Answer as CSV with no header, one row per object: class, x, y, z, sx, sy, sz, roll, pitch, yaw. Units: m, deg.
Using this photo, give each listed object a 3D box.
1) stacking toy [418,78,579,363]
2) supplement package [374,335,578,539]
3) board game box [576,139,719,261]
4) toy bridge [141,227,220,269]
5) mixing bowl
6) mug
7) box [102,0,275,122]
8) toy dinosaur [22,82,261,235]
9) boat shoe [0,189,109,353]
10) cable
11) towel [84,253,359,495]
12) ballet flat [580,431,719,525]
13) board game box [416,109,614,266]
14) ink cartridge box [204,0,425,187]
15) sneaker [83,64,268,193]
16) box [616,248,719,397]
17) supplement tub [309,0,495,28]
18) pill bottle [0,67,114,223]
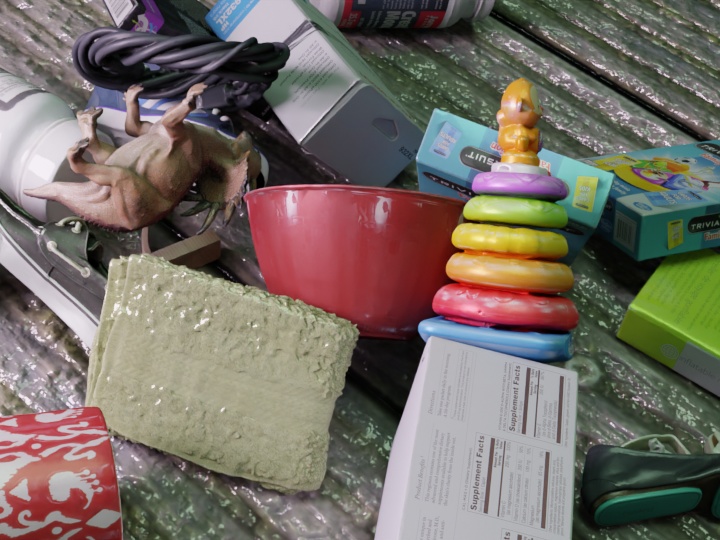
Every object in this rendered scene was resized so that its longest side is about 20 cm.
stacking toy,0.112,-0.038,0.770,0.108,0.203,0.116,6,1,15
supplement package,0.069,0.179,0.711,0.109,0.157,0.201,14,48,0
board game box,0.311,-0.073,1.016,0.197,0.048,0.151,-10,27,-18
toy bridge,-0.155,-0.013,0.929,0.067,0.027,0.200,-25,57,-27
mixing bowl,0.000,0.000,0.859,0.197,0.200,0.110,4,84,-6
mug,-0.263,0.180,0.698,0.198,0.180,0.133,-8,14,-22
box,-0.172,-0.235,1.031,0.199,0.036,0.144,26,24,-46
toy dinosaur,-0.168,-0.074,0.870,0.199,0.137,0.086,-30,33,-14
boat shoe,-0.234,-0.007,0.843,0.200,0.071,0.064,44,92,-2
cable,-0.149,-0.175,0.875,0.161,0.199,0.052,9,88,-29
towel,-0.108,0.076,0.795,0.197,0.150,0.036,15,9,5
ballet flat,0.267,0.158,0.827,0.197,0.074,0.074,0,48,-7
board game box,0.127,-0.064,0.913,0.149,0.200,0.047,21,84,8
ink cartridge box,-0.041,-0.184,1.016,0.084,0.145,0.201,-43,57,11
sneaker,-0.162,-0.157,1.019,0.198,0.081,0.147,14,52,10
box,0.345,0.061,0.939,0.199,0.048,0.122,32,51,19
supplement tub,0.045,-0.344,1.183,0.197,0.141,0.141,-2,49,-12
pill bottle,-0.324,-0.119,0.934,0.198,0.114,0.113,28,50,15
